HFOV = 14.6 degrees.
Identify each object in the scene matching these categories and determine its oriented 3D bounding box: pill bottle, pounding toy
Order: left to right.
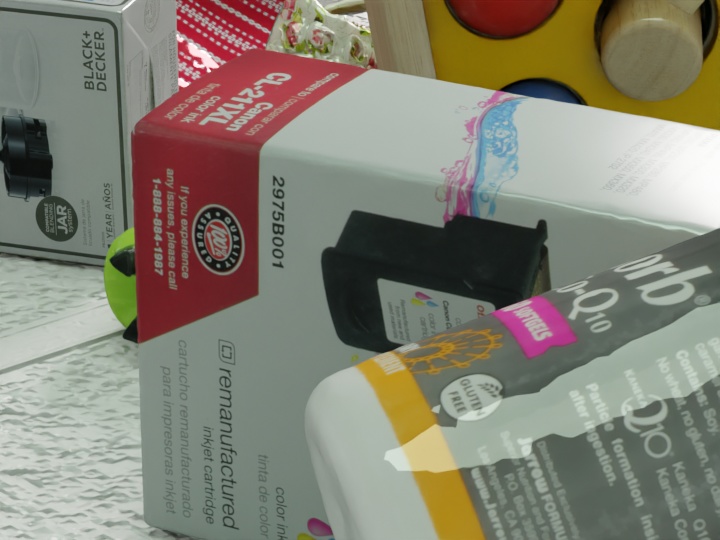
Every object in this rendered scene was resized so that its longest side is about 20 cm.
[{"bbox_3d":[0.105,-0.118,1.136,0.199,0.185,0.142,-13,28,-2],"label":"pounding toy"},{"bbox_3d":[0.095,0.049,0.705,0.199,0.117,0.116,-20,25,-7],"label":"pill bottle"}]

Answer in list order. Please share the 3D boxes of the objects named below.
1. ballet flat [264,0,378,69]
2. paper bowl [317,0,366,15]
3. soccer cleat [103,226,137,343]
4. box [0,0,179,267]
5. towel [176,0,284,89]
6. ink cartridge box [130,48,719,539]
[{"bbox_3d":[0.052,-0.098,1.275,0.199,0.064,0.076,2,7,-11],"label":"ballet flat"},{"bbox_3d":[-0.062,-0.198,1.407,0.200,0.201,0.105,17,66,35],"label":"paper bowl"},{"bbox_3d":[0.000,0.000,1.046,0.199,0.068,0.081,4,19,24],"label":"soccer cleat"},{"bbox_3d":[-0.177,-0.074,1.161,0.199,0.117,0.060,6,27,16],"label":"box"},{"bbox_3d":[-0.104,-0.114,1.272,0.144,0.023,0.200,34,33,-3],"label":"towel"},{"bbox_3d":[0.034,0.023,0.885,0.199,0.147,0.083,11,25,26],"label":"ink cartridge box"}]
